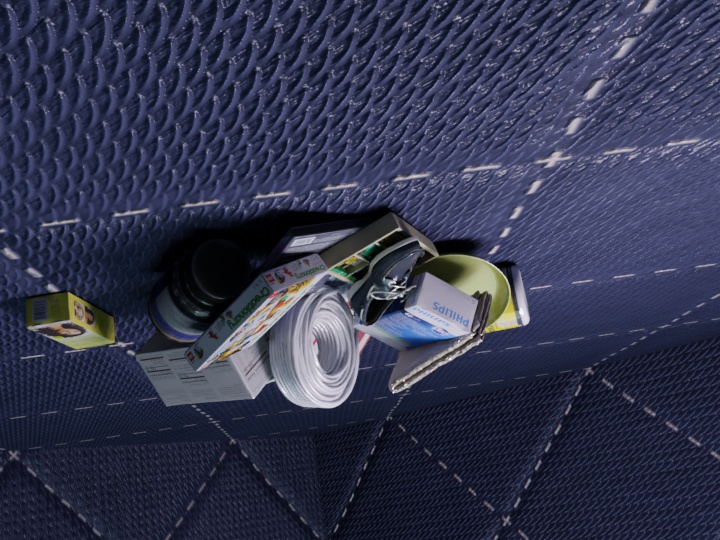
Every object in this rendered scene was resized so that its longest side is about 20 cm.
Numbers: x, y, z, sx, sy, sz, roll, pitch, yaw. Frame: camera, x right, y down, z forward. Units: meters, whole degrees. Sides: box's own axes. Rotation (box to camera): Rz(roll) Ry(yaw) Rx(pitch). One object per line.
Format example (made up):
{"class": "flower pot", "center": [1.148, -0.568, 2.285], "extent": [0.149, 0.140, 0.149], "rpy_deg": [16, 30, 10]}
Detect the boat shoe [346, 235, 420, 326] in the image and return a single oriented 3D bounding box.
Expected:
{"class": "boat shoe", "center": [0.038, 0.019, 1.243], "extent": [0.075, 0.062, 0.200], "rpy_deg": [-12, 157, -35]}

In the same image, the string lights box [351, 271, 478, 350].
{"class": "string lights box", "center": [0.081, 0.069, 1.341], "extent": [0.102, 0.059, 0.200], "rpy_deg": [28, 156, -21]}

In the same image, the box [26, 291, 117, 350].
{"class": "box", "center": [-0.471, 0.086, 1.410], "extent": [0.075, 0.050, 0.200], "rpy_deg": [-10, 165, 4]}

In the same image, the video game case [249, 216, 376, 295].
{"class": "video game case", "center": [-0.080, -0.010, 1.225], "extent": [0.142, 0.019, 0.200], "rpy_deg": [-11, 157, -37]}

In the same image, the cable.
{"class": "cable", "center": [-0.073, 0.120, 1.380], "extent": [0.069, 0.201, 0.200], "rpy_deg": [-8, 172, 30]}

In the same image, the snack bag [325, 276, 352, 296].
{"class": "snack bag", "center": [0.000, 0.000, 1.416], "extent": [0.199, 0.022, 0.188], "rpy_deg": [-23, 160, 34]}

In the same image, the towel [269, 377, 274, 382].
{"class": "towel", "center": [-0.145, 0.196, 1.775], "extent": [0.152, 0.024, 0.200], "rpy_deg": [-26, 178, 37]}

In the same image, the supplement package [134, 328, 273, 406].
{"class": "supplement package", "center": [-0.230, 0.124, 1.390], "extent": [0.199, 0.111, 0.156], "rpy_deg": [-10, -153, 34]}

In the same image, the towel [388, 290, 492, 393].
{"class": "towel", "center": [0.127, 0.112, 1.388], "extent": [0.200, 0.034, 0.133], "rpy_deg": [-37, -166, 30]}

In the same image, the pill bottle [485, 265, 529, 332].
{"class": "pill bottle", "center": [0.204, 0.063, 1.579], "extent": [0.199, 0.113, 0.112], "rpy_deg": [-12, 164, 13]}

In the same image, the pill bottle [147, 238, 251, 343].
{"class": "pill bottle", "center": [-0.227, 0.028, 1.221], "extent": [0.111, 0.113, 0.200], "rpy_deg": [0, 162, -28]}

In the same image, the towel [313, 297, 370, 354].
{"class": "towel", "center": [-0.039, 0.096, 1.598], "extent": [0.199, 0.023, 0.145], "rpy_deg": [9, 118, -48]}

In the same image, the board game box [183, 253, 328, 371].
{"class": "board game box", "center": [-0.144, 0.058, 1.183], "extent": [0.200, 0.035, 0.126], "rpy_deg": [-43, 169, 34]}

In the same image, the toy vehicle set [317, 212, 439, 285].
{"class": "toy vehicle set", "center": [0.031, -0.022, 1.265], "extent": [0.124, 0.027, 0.200], "rpy_deg": [-30, 161, 14]}

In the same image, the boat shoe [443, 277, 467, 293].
{"class": "boat shoe", "center": [0.107, 0.045, 1.511], "extent": [0.199, 0.074, 0.068], "rpy_deg": [-26, 119, 29]}

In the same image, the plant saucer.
{"class": "plant saucer", "center": [0.149, 0.037, 1.431], "extent": [0.199, 0.031, 0.201], "rpy_deg": [0, 134, 0]}
